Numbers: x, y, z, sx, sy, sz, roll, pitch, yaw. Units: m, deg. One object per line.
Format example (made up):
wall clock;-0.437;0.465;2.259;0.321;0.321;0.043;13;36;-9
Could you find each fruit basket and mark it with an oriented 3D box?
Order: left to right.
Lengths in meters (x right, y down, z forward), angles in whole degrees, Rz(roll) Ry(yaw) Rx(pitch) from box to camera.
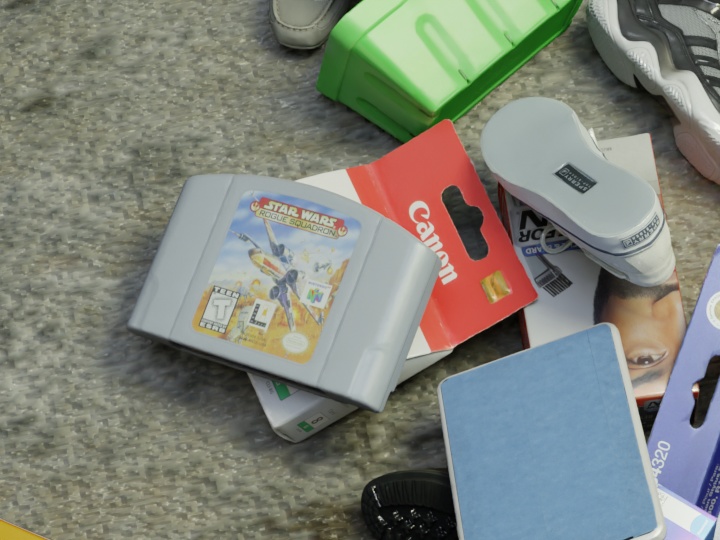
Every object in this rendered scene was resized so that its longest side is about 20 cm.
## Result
fruit basket;0.040;-0.221;1.815;0.214;0.156;0.217;2;74;-6

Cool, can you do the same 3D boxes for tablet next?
tablet;0.118;0.120;1.615;0.130;0.014;0.201;-20;39;10

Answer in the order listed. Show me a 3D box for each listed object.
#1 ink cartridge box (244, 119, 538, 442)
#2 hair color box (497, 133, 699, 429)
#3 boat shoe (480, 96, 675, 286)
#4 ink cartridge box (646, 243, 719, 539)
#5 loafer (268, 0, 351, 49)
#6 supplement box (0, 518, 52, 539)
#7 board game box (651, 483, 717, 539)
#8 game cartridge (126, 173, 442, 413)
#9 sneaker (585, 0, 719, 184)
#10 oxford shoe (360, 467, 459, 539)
ink cartridge box;0.000;0.000;1.739;0.199;0.050;0.161;-31;63;12
hair color box;0.162;0.011;1.745;0.110;0.064;0.201;-8;65;-1
boat shoe;0.153;-0.045;1.700;0.074;0.086;0.202;-37;37;-9
ink cartridge box;0.297;0.104;1.653;0.199;0.043;0.197;20;84;0
loafer;-0.029;-0.260;1.888;0.070;0.070;0.201;7;64;8
supplement box;-0.252;0.269;1.607;0.196;0.133;0.201;21;67;14
board game box;0.151;0.247;1.588;0.045;0.135;0.200;30;69;17
game cartridge;-0.051;0.007;1.714;0.199;0.042;0.134;16;82;25
sneaker;0.258;-0.148;1.808;0.114;0.076;0.200;-34;64;-10
oxford shoe;0.096;0.159;1.672;0.199;0.073;0.084;2;17;26
